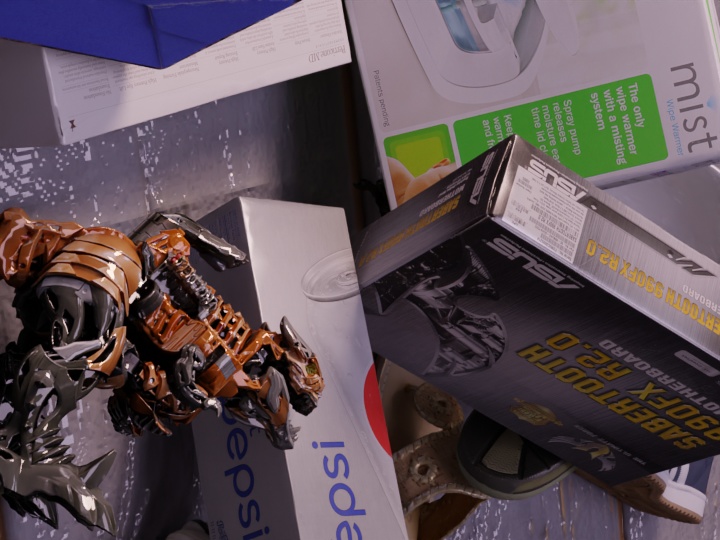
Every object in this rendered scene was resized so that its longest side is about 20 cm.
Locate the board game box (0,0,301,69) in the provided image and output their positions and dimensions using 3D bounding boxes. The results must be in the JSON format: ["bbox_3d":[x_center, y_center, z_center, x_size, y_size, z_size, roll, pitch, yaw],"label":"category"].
[{"bbox_3d":[-0.113,-0.193,0.573,0.159,0.097,0.201,6,72,-48],"label":"board game box"}]

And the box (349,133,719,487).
[{"bbox_3d":[0.101,0.028,0.753,0.200,0.158,0.048,31,59,-19],"label":"box"}]

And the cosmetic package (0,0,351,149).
[{"bbox_3d":[-0.086,-0.115,0.704,0.200,0.051,0.083,-24,108,-51],"label":"cosmetic package"}]

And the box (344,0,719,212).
[{"bbox_3d":[0.089,-0.135,0.796,0.097,0.176,0.201,-12,91,-73],"label":"box"}]

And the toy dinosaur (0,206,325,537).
[{"bbox_3d":[-0.115,0.030,0.629,0.102,0.200,0.136,111,2,-74],"label":"toy dinosaur"}]

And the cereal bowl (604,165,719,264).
[{"bbox_3d":[0.165,0.020,0.998,0.200,0.083,0.201,3,81,-21],"label":"cereal bowl"}]

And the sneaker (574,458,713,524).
[{"bbox_3d":[0.206,0.106,1.100,0.200,0.070,0.109,37,67,-56],"label":"sneaker"}]

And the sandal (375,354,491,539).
[{"bbox_3d":[0.042,0.134,0.878,0.078,0.069,0.212,26,71,-51],"label":"sandal"}]

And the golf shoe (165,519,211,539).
[{"bbox_3d":[-0.080,0.222,0.723,0.097,0.078,0.201,-14,94,-47],"label":"golf shoe"}]

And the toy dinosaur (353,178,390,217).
[{"bbox_3d":[0.000,0.000,0.840,0.200,0.047,0.088,-44,129,-49],"label":"toy dinosaur"}]

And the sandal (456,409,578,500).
[{"bbox_3d":[0.133,0.081,0.902,0.201,0.080,0.057,-24,134,-30],"label":"sandal"}]

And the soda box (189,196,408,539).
[{"bbox_3d":[-0.033,0.070,0.715,0.068,0.063,0.201,6,66,-43],"label":"soda box"}]
